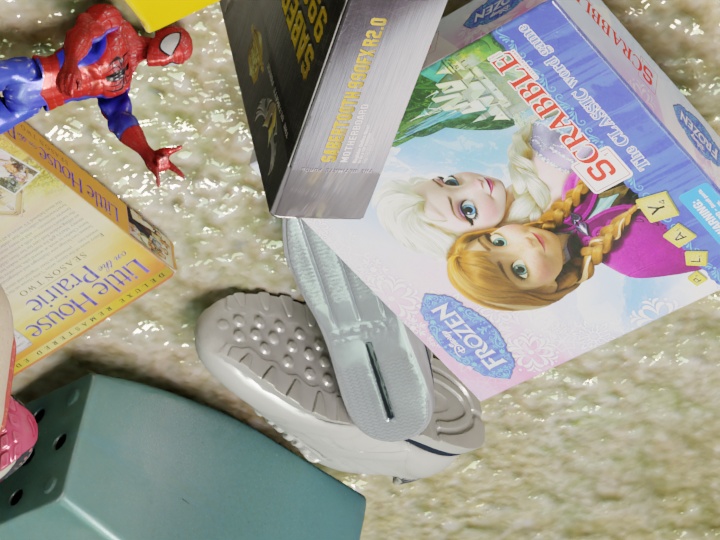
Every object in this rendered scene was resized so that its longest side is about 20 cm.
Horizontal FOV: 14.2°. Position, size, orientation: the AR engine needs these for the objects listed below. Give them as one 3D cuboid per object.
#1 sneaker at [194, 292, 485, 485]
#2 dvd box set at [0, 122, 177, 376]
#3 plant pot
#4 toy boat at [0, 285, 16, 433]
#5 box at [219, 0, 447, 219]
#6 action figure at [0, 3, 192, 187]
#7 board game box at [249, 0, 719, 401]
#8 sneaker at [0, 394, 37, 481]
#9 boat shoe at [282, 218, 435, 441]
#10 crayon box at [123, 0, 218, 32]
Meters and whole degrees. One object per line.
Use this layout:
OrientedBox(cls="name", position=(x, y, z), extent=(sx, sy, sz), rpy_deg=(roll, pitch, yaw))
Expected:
OrientedBox(cls="sneaker", position=(-0.023, 0.077, 1.672), extent=(0.199, 0.077, 0.080), rpy_deg=(26, 138, -31))
OrientedBox(cls="dvd box set", position=(-0.216, -0.022, 1.549), extent=(0.146, 0.030, 0.200), rpy_deg=(-31, 133, 22))
OrientedBox(cls="plant pot", position=(-0.123, 0.158, 1.673), extent=(0.141, 0.142, 0.200), rpy_deg=(-25, 129, 37))
OrientedBox(cls="toy boat", position=(-0.288, 0.047, 1.520), extent=(0.199, 0.131, 0.131), rpy_deg=(13, 163, -22))
OrientedBox(cls="box", position=(-0.019, -0.149, 1.327), extent=(0.048, 0.201, 0.159), rpy_deg=(3, 138, -19))
OrientedBox(cls="action figure", position=(-0.166, -0.076, 1.431), extent=(0.199, 0.099, 0.066), rpy_deg=(-20, 129, -19))
OrientedBox(cls="board game box", position=(0.081, -0.041, 1.478), extent=(0.199, 0.041, 0.200), rpy_deg=(-28, 121, 32))
OrientedBox(cls="sneaker", position=(-0.251, 0.107, 1.642), extent=(0.199, 0.081, 0.074), rpy_deg=(-19, 156, 42))
OrientedBox(cls="boat shoe", position=(0.000, 0.000, 1.592), extent=(0.072, 0.062, 0.201), rpy_deg=(-7, 121, 7))
OrientedBox(cls="crayon box", position=(-0.039, -0.220, 1.245), extent=(0.172, 0.201, 0.058), rpy_deg=(-23, 137, 13))
